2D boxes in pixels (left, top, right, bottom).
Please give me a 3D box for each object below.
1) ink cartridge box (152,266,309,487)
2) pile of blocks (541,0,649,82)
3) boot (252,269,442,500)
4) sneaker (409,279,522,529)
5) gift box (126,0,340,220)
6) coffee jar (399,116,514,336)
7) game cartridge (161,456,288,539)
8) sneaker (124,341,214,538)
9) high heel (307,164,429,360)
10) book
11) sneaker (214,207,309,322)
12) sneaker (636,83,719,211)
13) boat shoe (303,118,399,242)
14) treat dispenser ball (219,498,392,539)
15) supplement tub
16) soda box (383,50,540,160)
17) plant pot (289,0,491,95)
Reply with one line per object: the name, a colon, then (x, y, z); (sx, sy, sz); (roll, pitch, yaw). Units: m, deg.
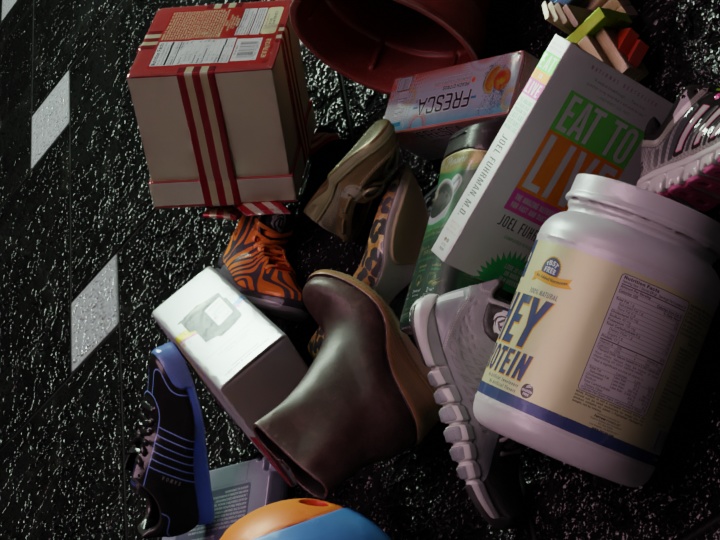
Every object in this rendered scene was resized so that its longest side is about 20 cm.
ink cartridge box: (-0.110, 0.102, 1.483); (0.083, 0.146, 0.200); (-39, 32, -10)
pile of blocks: (0.205, -0.239, 1.302); (0.062, 0.082, 0.201); (-43, 40, 33)
boot: (-0.031, 0.095, 1.331); (0.200, 0.166, 0.073); (44, 146, 27)
sneaker: (0.122, 0.102, 1.204); (0.114, 0.075, 0.202); (-21, 89, 14)
gift box: (-0.132, -0.166, 1.607); (0.198, 0.188, 0.185); (2, 37, 12)
coffee jar: (0.103, -0.032, 1.318); (0.104, 0.085, 0.202); (163, 124, -72)
game cartridge: (-0.143, 0.272, 1.547); (0.199, 0.041, 0.134); (-21, 51, 49)
sneaker: (-0.200, 0.176, 1.500); (0.070, 0.077, 0.202); (20, 121, 62)
high heel: (0.000, 0.000, 1.462); (0.142, 0.071, 0.202); (-6, 75, 47)
book: (0.159, -0.077, 1.226); (0.201, 0.133, 0.048); (-61, 35, 11)
sneaker: (-0.101, -0.016, 1.617); (0.200, 0.077, 0.113); (24, 93, 57)
sneaker: (0.281, -0.110, 1.123); (0.199, 0.073, 0.088); (-30, 54, 50)
boat shoe: (0.002, -0.084, 1.469); (0.073, 0.063, 0.201); (-49, 1, -29)
treat dispenser ball: (-0.047, 0.292, 1.242); (0.200, 0.200, 0.203); (-32, 47, 42)
supplement tub: (0.182, 0.044, 1.111); (0.145, 0.144, 0.202); (19, 87, 57)
soda box: (0.105, -0.152, 1.407); (0.199, 0.068, 0.064); (-2, 69, 56)
plant pot: (0.056, -0.303, 1.472); (0.200, 0.200, 0.197); (-5, 59, 54)
